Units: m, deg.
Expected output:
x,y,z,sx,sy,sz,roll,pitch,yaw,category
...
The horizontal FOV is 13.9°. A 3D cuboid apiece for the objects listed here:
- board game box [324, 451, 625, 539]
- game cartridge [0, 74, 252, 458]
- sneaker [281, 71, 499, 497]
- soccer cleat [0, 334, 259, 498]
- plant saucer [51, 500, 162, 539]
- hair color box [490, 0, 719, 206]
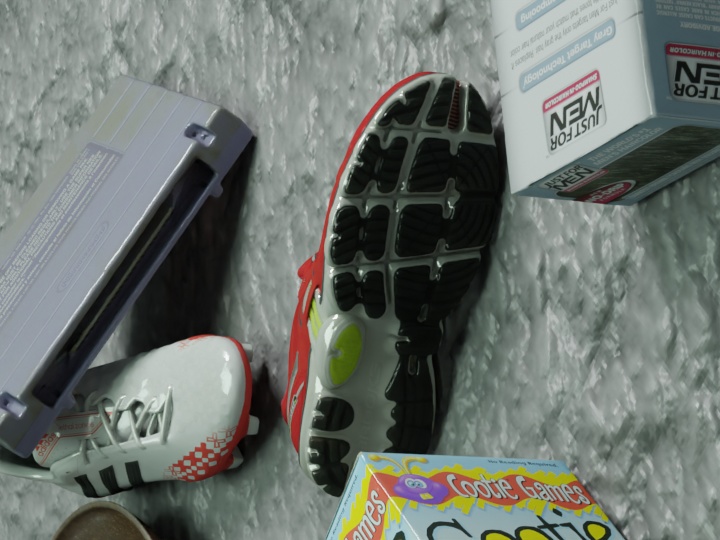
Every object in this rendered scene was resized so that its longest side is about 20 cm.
x,y,z,sx,sy,sz,roll,pitch,yaw,category
0.066,0.169,1.134,0.200,0.105,0.103,52,129,48,board game box
-0.144,-0.005,1.508,0.200,0.038,0.130,-55,26,-7,game cartridge
0.000,0.000,1.302,0.085,0.077,0.200,49,127,57,sneaker
-0.120,0.076,1.485,0.200,0.085,0.069,-24,66,57,soccer cleat
-0.121,0.220,1.520,0.200,0.037,0.201,-14,74,58,plant saucer
0.099,-0.136,1.159,0.099,0.061,0.200,-30,61,56,hair color box
